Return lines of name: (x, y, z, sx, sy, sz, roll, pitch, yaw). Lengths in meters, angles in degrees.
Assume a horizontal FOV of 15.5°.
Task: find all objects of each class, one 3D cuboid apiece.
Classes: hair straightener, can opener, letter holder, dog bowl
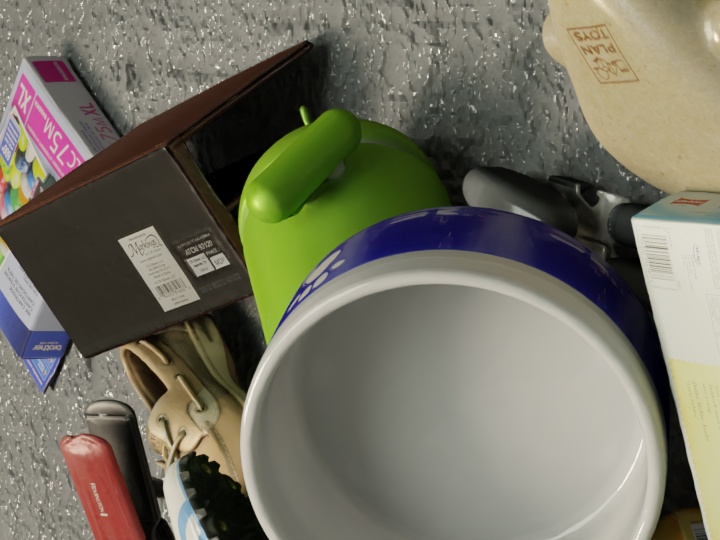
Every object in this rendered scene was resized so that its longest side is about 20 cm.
hair straightener: (-0.123, 0.159, 1.606, 0.041, 0.077, 0.200, -5, 122, 27)
can opener: (0.129, -0.006, 1.284, 0.200, 0.066, 0.053, 20, 106, 47)
letter holder: (-0.096, -0.044, 1.574, 0.200, 0.142, 0.101, -20, 107, 51)
dog bowl: (0.048, 0.074, 1.258, 0.079, 0.199, 0.201, -69, 0, -63)

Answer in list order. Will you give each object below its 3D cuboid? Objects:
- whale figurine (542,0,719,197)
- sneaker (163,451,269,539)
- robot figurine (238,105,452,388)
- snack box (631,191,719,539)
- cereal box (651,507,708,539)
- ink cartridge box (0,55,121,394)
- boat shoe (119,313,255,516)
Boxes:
whale figurine: (0.142, -0.122, 1.173, 0.200, 0.104, 0.159, 51, 157, -20)
sneaker: (-0.068, 0.198, 1.446, 0.072, 0.072, 0.201, -22, 91, 22)
robot figurine: (0.000, 0.000, 1.394, 0.200, 0.115, 0.176, -107, -2, -47)
snack box: (0.191, 0.066, 1.165, 0.116, 0.037, 0.201, 7, 117, 54)
cereal box: (0.128, 0.218, 1.308, 0.200, 0.039, 0.144, -38, 61, 48)
ink cartridge box: (-0.218, -0.029, 1.778, 0.119, 0.042, 0.200, 52, 132, 40)
boat shoe: (-0.092, 0.099, 1.549, 0.200, 0.064, 0.071, -122, 25, -55)
